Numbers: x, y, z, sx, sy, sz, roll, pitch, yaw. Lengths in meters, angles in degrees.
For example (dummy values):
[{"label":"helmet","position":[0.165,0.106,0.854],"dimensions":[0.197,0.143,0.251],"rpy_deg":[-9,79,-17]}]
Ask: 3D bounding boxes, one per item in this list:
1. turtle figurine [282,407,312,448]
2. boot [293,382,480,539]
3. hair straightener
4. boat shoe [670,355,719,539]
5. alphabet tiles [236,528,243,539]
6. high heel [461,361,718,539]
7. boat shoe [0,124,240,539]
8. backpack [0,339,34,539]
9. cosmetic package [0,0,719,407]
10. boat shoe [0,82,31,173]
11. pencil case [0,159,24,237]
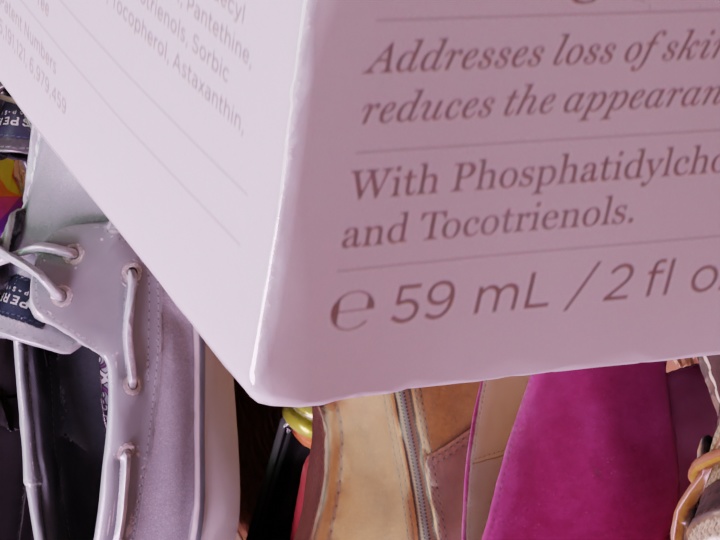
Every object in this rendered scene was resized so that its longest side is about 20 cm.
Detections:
[{"label":"turtle figurine","position":[0.000,0.000,0.766],"dimensions":[0.200,0.064,0.162],"rpy_deg":[20,117,34]},{"label":"boot","position":[-0.017,0.041,0.707],"dimensions":[0.188,0.068,0.201],"rpy_deg":[-22,88,32]},{"label":"hair straightener","position":[-0.020,0.037,0.871],"dimensions":[0.077,0.041,0.201],"rpy_deg":[-126,32,-44]},{"label":"boat shoe","position":[0.107,0.051,0.526],"dimensions":[0.072,0.072,0.200],"rpy_deg":[112,141,-54]},{"label":"alphabet tiles","position":[-0.060,0.104,0.958],"dimensions":[0.167,0.006,0.200],"rpy_deg":[65,172,-23]},{"label":"high heel","position":[0.041,-0.015,0.621],"dimensions":[0.067,0.096,0.201],"rpy_deg":[131,123,-64]},{"label":"boat shoe","position":[-0.086,0.013,0.751],"dimensions":[0.070,0.071,0.202],"rpy_deg":[6,106,46]},{"label":"backpack","position":[-0.206,0.081,1.173],"dimensions":[0.151,0.177,0.200],"rpy_deg":[51,143,38]},{"label":"cosmetic package","position":[0.030,-0.104,0.473],"dimensions":[0.166,0.167,0.201],"rpy_deg":[47,135,51]},{"label":"boat shoe","position":[-0.106,-0.052,0.835],"dimensions":[0.070,0.066,0.201],"rpy_deg":[2,117,43]},{"label":"pencil case","position":[-0.179,-0.101,0.947],"dimensions":[0.088,0.088,0.201],"rpy_deg":[178,88,-68]}]
